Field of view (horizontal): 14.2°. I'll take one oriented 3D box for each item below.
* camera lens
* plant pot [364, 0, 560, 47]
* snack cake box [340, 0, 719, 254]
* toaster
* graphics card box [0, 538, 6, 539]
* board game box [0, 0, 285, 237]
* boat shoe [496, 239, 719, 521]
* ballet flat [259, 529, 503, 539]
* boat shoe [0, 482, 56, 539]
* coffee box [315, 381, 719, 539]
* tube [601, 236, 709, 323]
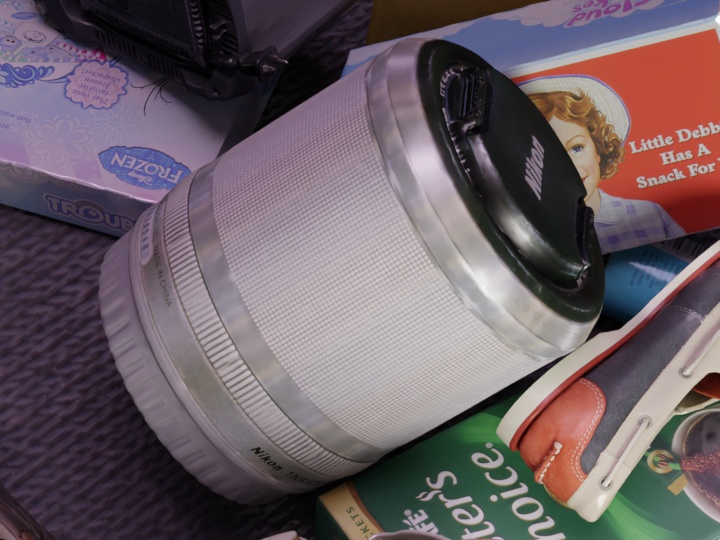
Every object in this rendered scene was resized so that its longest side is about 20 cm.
[{"bbox_3d":[0.000,0.000,1.326,0.200,0.160,0.160,-30,50,22],"label":"camera lens"},{"bbox_3d":[0.112,-0.180,1.487,0.195,0.200,0.195,13,53,10],"label":"plant pot"},{"bbox_3d":[0.099,-0.069,1.406,0.199,0.115,0.067,-12,28,18],"label":"snack cake box"},{"bbox_3d":[-0.076,-0.173,1.468,0.200,0.114,0.129,26,52,37],"label":"toaster"},{"bbox_3d":[-0.202,0.172,1.265,0.199,0.051,0.126,13,96,11],"label":"graphics card box"},{"bbox_3d":[-0.146,-0.117,1.534,0.199,0.043,0.199,16,54,11],"label":"board game box"},{"bbox_3d":[0.152,0.042,1.344,0.200,0.071,0.063,-35,69,-29],"label":"boat shoe"},{"bbox_3d":[-0.014,0.148,1.296,0.199,0.068,0.062,-1,46,26],"label":"ballet flat"},{"bbox_3d":[-0.185,0.135,1.333,0.073,0.074,0.200,-42,66,2],"label":"boat shoe"},{"bbox_3d":[0.092,0.116,1.356,0.199,0.044,0.123,-25,57,-19],"label":"coffee box"},{"bbox_3d":[0.215,0.033,1.423,0.199,0.051,0.078,23,52,11],"label":"tube"}]
